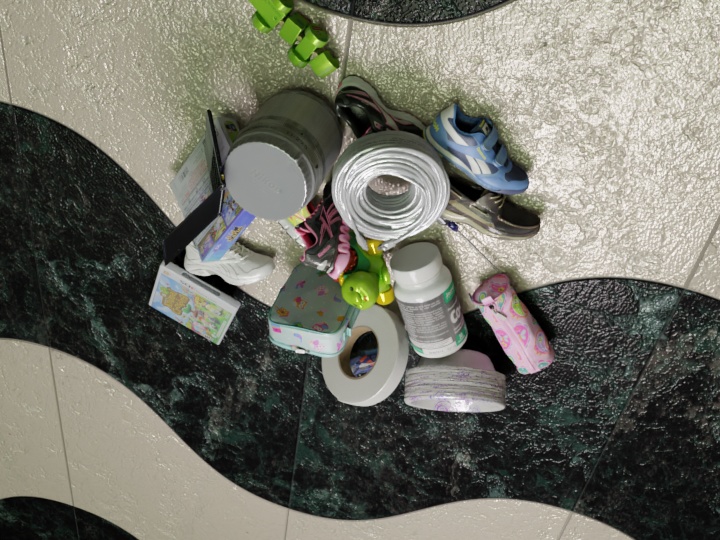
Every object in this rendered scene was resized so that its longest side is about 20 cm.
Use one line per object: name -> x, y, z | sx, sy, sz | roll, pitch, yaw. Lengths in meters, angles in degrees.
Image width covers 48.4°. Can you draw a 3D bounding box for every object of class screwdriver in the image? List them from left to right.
screwdriver -> 0.187, -0.064, 1.457 | 0.200, 0.029, 0.028 | 40, 128, -17

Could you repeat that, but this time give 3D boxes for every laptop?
laptop -> -0.288, -0.132, 1.332 | 0.115, 0.202, 0.187 | -10, 171, -15

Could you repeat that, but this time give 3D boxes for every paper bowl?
paper bowl -> 0.187, 0.217, 1.579 | 0.199, 0.105, 0.201 | 4, 162, 1

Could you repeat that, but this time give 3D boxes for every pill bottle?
pill bottle -> 0.127, 0.056, 1.507 | 0.112, 0.113, 0.201 | -6, 124, 23

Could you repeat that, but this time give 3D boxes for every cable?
cable -> 0.051, -0.139, 1.335 | 0.199, 0.070, 0.200 | -20, 129, 20

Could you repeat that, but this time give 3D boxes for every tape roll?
tape roll -> 0.006, 0.166, 1.584 | 0.202, 0.205, 0.037 | -25, 148, 32

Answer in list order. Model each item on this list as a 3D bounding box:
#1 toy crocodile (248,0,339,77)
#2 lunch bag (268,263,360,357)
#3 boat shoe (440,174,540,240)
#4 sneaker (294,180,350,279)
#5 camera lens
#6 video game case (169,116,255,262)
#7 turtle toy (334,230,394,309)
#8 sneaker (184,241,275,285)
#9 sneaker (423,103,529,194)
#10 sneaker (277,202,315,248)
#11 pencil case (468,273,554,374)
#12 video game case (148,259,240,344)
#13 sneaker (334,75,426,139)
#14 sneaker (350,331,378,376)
toy crocodile -> -0.111, -0.395, 1.294 | 0.200, 0.062, 0.067 | 44, 128, -9
lunch bag -> -0.081, 0.079, 1.539 | 0.159, 0.201, 0.078 | 14, 131, 10
boat shoe -> 0.217, -0.110, 1.378 | 0.198, 0.075, 0.074 | 16, 129, 5
sneaker -> -0.068, -0.083, 1.413 | 0.095, 0.201, 0.079 | 12, 143, -16
camera lens -> -0.126, -0.198, 1.349 | 0.158, 0.201, 0.161 | 9, 128, 12
video game case -> -0.261, -0.146, 1.470 | 0.200, 0.045, 0.182 | -43, 63, 38
turtle toy -> 0.000, 0.000, 1.465 | 0.100, 0.200, 0.147 | -16, 119, -7
sneaker -> -0.268, -0.034, 1.603 | 0.198, 0.078, 0.100 | 8, 124, 12
sneaker -> 0.202, -0.198, 1.319 | 0.199, 0.074, 0.082 | 31, 127, -7
sneaker -> -0.135, -0.134, 1.491 | 0.200, 0.078, 0.090 | 39, 113, -13
pencil case -> 0.286, 0.103, 1.507 | 0.087, 0.088, 0.201 | -21, 117, 31
video game case -> -0.358, 0.072, 1.710 | 0.181, 0.022, 0.200 | 31, 146, -5
sneaker -> 0.032, -0.233, 1.342 | 0.199, 0.087, 0.080 | 33, 131, -7
sneaker -> 0.024, 0.167, 1.664 | 0.199, 0.076, 0.078 | -26, 128, 38
